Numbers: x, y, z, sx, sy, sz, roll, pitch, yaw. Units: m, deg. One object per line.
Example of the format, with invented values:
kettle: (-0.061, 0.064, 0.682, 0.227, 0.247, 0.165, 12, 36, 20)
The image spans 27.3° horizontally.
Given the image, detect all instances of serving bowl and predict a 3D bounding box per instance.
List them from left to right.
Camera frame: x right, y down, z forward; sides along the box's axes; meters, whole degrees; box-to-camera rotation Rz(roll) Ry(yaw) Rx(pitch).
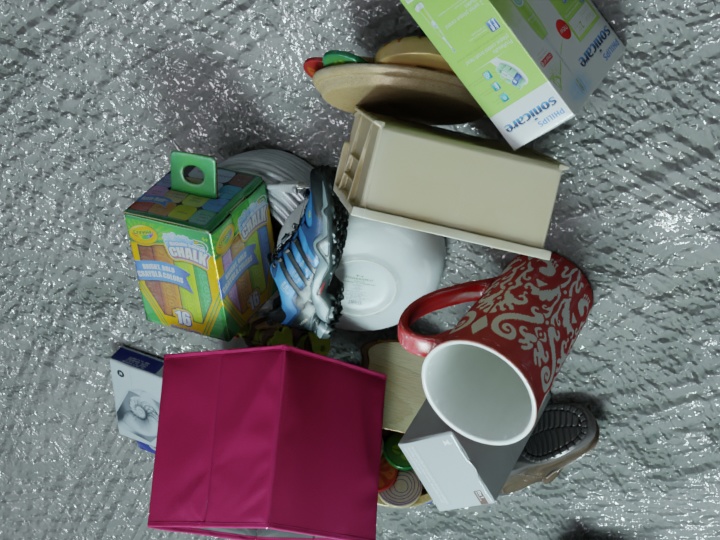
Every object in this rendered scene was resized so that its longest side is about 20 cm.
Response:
serving bowl: (0.000, 0.000, 1.703, 0.198, 0.066, 0.201, 1, 131, 1)

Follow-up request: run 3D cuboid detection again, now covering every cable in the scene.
cable: (-0.110, -0.053, 1.793, 0.199, 0.069, 0.201, 18, 132, 23)

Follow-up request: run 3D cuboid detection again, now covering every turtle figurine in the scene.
turtle figurine: (-0.119, 0.076, 1.799, 0.161, 0.199, 0.065, 18, 96, 57)

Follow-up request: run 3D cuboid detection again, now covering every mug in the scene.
mug: (0.153, 0.060, 1.608, 0.177, 0.200, 0.133, 43, 136, -1)

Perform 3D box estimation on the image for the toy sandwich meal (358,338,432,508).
toy sandwich meal: (0.050, 0.183, 1.784, 0.205, 0.206, 0.070, 35, 166, 6)

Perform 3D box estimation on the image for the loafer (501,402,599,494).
loafer: (0.218, 0.217, 1.789, 0.071, 0.074, 0.199, 23, 144, -33)

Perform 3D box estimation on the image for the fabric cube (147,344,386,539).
fabric cube: (-0.106, 0.206, 1.704, 0.199, 0.201, 0.196, -7, 163, 38)

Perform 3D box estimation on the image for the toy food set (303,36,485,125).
toy food set: (0.042, -0.192, 1.520, 0.197, 0.200, 0.049, 3, 83, 30)

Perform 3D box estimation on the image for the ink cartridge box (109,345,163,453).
ink cartridge box: (-0.262, 0.221, 2.123, 0.198, 0.041, 0.201, 16, 130, 24)

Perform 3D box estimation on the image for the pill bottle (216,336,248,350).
pill bottle: (-0.144, 0.168, 1.953, 0.110, 0.111, 0.201, 26, 133, 14)

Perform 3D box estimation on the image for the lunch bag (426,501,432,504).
lunch bag: (0.008, 0.224, 1.917, 0.199, 0.082, 0.162, -4, 117, 35)

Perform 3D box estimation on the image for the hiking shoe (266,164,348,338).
hiking shoe: (-0.062, -0.020, 1.618, 0.086, 0.074, 0.202, 8, 113, 9)

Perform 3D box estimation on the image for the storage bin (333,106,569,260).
storage bin: (0.085, -0.093, 1.493, 0.198, 0.199, 0.095, 12, 99, -9)

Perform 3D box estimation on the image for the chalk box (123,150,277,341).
chalk box: (-0.184, -0.042, 1.714, 0.124, 0.124, 0.201, 12, 129, 27)

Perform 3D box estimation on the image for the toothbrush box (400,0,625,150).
toothbrush box: (0.144, -0.242, 1.423, 0.086, 0.146, 0.200, -28, 104, 43)

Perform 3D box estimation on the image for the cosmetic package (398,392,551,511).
cosmetic package: (0.134, 0.171, 1.704, 0.090, 0.200, 0.107, -15, 113, 40)
